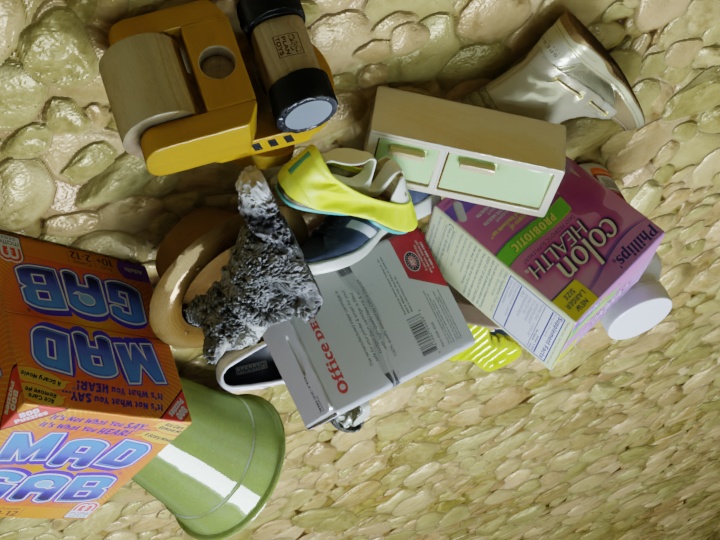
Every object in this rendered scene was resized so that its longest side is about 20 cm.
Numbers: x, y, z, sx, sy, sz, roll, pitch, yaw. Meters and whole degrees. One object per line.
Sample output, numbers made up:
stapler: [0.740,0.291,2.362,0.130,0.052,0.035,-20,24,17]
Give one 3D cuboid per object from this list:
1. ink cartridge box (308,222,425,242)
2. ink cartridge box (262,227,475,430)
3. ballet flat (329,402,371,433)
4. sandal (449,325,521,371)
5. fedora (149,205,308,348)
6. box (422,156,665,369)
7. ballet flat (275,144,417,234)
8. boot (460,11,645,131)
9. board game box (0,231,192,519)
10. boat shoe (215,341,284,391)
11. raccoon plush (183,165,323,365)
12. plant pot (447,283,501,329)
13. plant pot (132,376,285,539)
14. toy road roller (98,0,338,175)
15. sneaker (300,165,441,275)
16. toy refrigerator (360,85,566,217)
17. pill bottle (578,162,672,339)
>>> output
ink cartridge box: [0.000,0.000,1.355,0.161,0.051,0.199,-34,145,16]
ink cartridge box: [0.003,0.061,1.213,0.198,0.146,0.084,-23,171,-33]
ballet flat: [-0.009,0.141,1.422,0.071,0.073,0.202,-15,142,-15]
sandal: [0.146,0.076,1.533,0.079,0.088,0.199,-32,150,16]
fedora: [-0.149,-0.010,1.180,0.199,0.082,0.202,-33,150,-21]
box: [0.198,-0.028,1.245,0.175,0.200,0.097,-38,159,-30]
ballet flat: [0.004,-0.081,1.080,0.198,0.067,0.067,10,124,-49]
boot: [0.209,-0.174,1.209,0.155,0.073,0.199,-37,146,20]
board game box: [-0.329,0.114,1.150,0.200,0.202,0.198,-41,145,27]
boat shoe: [-0.086,0.112,1.426,0.197,0.075,0.065,-22,-173,-6]
raccoon plush: [-0.123,-0.006,1.063,0.132,0.097,0.202,-25,128,-2]
plant pot: [0.167,0.008,1.398,0.198,0.200,0.094,0,102,-35]
plant pot: [-0.227,0.213,1.419,0.199,0.202,0.190,-34,135,17]
toy road roller: [-0.118,-0.146,0.980,0.197,0.124,0.146,-16,160,-15]
sneaker: [-0.005,-0.070,1.187,0.199,0.074,0.086,-34,117,-29]
toy refrigerator: [0.103,-0.117,1.141,0.197,0.071,0.076,12,144,-3]
pill bottle: [0.296,-0.022,1.378,0.111,0.202,0.114,-17,149,-10]
